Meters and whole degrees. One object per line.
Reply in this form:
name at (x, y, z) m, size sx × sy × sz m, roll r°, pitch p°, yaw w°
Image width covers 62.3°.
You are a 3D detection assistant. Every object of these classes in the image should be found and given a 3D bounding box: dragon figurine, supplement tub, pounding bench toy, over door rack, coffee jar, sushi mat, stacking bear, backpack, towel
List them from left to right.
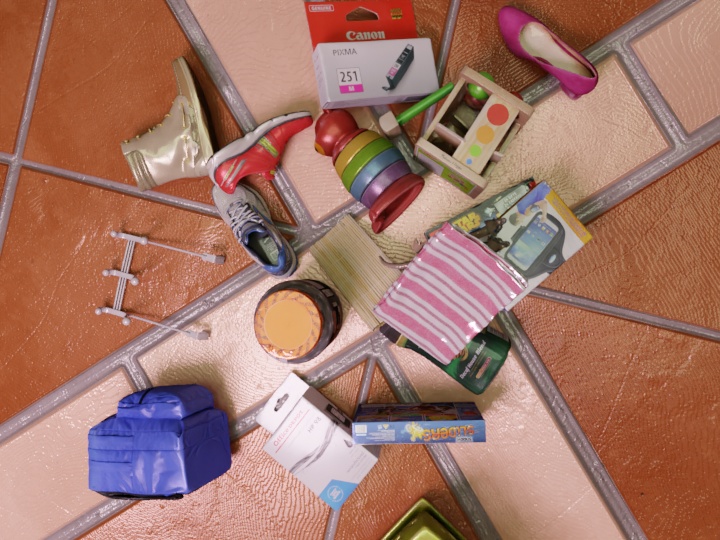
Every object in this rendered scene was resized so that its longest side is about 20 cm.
backpack at (-0.330, 0.274, 0.963) m, size 0.197 × 0.162 × 0.170 m, roll -10°, pitch 80°, yaw 17°
over door rack at (-0.343, 0.024, 1.006) m, size 0.197 × 0.067 × 0.150 m, roll 13°, pitch 92°, yaw 4°
supplement tub at (-0.094, 0.076, 0.921) m, size 0.121 × 0.200 × 0.125 m, roll 0°, pitch 90°, yaw 4°
sushi mat at (0.000, 0.000, 0.962) m, size 0.096 × 0.012 × 0.200 m, roll -42°, pitch 58°, yaw 2°
stacking bear at (0.000, -0.178, 0.965) m, size 0.113 × 0.122 × 0.200 m, roll -41°, pitch 79°, yaw -3°
coffee jar at (0.133, 0.105, 0.958) m, size 0.198 × 0.085 × 0.105 m, roll 31°, pitch 108°, yaw 4°
dragon figurine at (0.129, -0.027, 0.904) m, size 0.199 × 0.099 × 0.060 m, roll -22°, pitch 79°, yaw 37°
towel at (0.123, 0.040, 0.852) m, size 0.146 × 0.030 × 0.201 m, roll 35°, pitch 123°, yaw -5°
pounding bench toy at (0.148, -0.240, 0.943) m, size 0.199 × 0.124 × 0.157 m, roll 33°, pitch 92°, yaw 4°

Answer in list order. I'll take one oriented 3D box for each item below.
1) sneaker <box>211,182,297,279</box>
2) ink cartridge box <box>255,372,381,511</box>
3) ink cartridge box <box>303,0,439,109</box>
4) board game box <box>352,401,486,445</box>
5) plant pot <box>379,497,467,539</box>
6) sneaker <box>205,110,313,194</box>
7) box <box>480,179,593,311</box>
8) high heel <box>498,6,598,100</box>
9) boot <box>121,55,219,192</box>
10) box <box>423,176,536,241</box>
sneaker at (-0.178, -0.075, 0.985) m, size 0.077 × 0.085 × 0.200 m, roll -41°, pitch 86°, yaw 3°
ink cartridge box at (-0.077, 0.278, 0.981) m, size 0.199 × 0.067 × 0.116 m, roll 38°, pitch 98°, yaw 3°
ink cartridge box at (0.019, -0.358, 0.959) m, size 0.197 × 0.043 × 0.176 m, roll -10°, pitch 90°, yaw -19°
board game box at (0.090, 0.239, 0.940) m, size 0.197 × 0.135 × 0.035 m, roll -2°, pitch 89°, yaw 5°
plant pot at (0.101, 0.492, 0.915) m, size 0.199 × 0.181 × 0.200 m, roll 43°, pitch 92°, yaw 3°
sneaker at (-0.157, -0.195, 0.987) m, size 0.199 × 0.077 × 0.086 m, roll -35°, pitch 105°, yaw -12°
box at (0.249, -0.031, 0.938) m, size 0.200 × 0.041 × 0.119 m, roll -41°, pitch 87°, yaw 1°
high heel at (0.297, -0.356, 0.946) m, size 0.067 × 0.096 × 0.201 m, roll -37°, pitch 88°, yaw 3°
boot at (-0.330, -0.245, 1.003) m, size 0.153 × 0.073 × 0.203 m, roll -15°, pitch 94°, yaw 1°
box at (0.221, -0.046, 0.979) m, size 0.198 × 0.040 × 0.138 m, roll -26°, pitch 89°, yaw 4°
